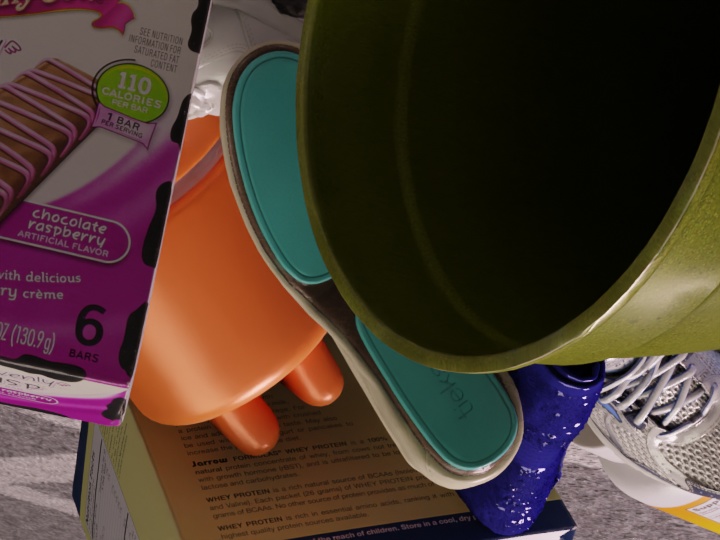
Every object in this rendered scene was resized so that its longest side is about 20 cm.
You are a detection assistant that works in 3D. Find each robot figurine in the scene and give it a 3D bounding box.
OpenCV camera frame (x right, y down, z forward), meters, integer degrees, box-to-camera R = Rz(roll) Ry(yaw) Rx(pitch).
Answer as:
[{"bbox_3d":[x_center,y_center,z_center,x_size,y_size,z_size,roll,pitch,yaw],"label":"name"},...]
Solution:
[{"bbox_3d":[-0.087,-0.010,0.967,0.143,0.117,0.201,-21,114,25],"label":"robot figurine"}]

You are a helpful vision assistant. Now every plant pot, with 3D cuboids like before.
[{"bbox_3d":[0.114,-0.059,0.671,0.192,0.202,0.200,9,169,-37],"label":"plant pot"}]

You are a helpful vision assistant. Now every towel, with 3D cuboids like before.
[{"bbox_3d":[0.053,0.025,0.937,0.049,0.148,0.200,-28,160,-17],"label":"towel"}]

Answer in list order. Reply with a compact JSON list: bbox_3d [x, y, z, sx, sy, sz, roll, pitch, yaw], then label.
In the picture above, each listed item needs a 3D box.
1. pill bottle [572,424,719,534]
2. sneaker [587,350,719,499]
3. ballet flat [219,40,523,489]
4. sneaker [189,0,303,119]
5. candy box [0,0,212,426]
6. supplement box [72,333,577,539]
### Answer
[{"bbox_3d":[0.206,0.092,1.223,0.199,0.112,0.111,24,160,-38],"label":"pill bottle"},{"bbox_3d":[0.117,0.038,0.972,0.200,0.077,0.085,44,-171,-4],"label":"sneaker"},{"bbox_3d":[0.000,0.000,0.870,0.069,0.201,0.069,-28,-177,1],"label":"ballet flat"},{"bbox_3d":[-0.108,-0.079,0.876,0.198,0.100,0.078,14,164,-8],"label":"sneaker"},{"bbox_3d":[-0.133,-0.056,0.784,0.135,0.202,0.061,12,160,-7],"label":"candy box"},{"bbox_3d":[-0.028,0.123,1.085,0.198,0.200,0.135,-5,130,-22],"label":"supplement box"}]
